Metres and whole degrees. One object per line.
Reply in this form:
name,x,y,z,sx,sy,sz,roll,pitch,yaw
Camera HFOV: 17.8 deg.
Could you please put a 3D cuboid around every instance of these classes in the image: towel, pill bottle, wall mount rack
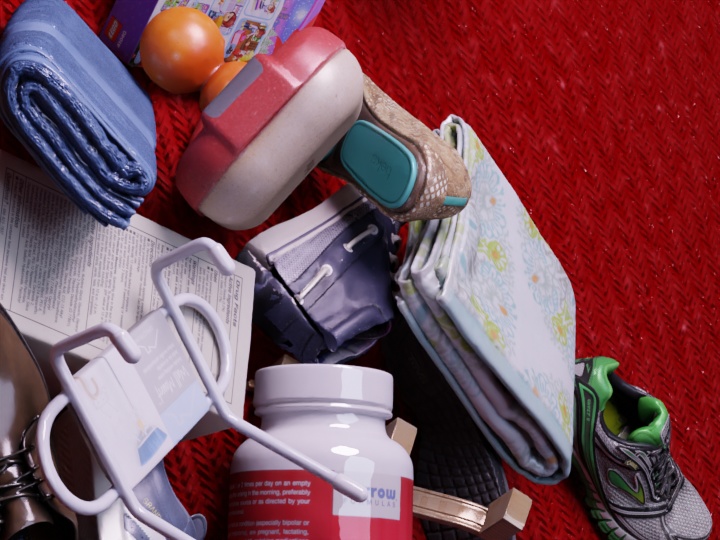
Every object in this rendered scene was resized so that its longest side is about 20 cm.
towel,-0.163,-0.093,1.297,0.112,0.048,0.200,49,8,-16
pill bottle,-0.024,0.161,1.369,0.112,0.112,0.202,12,76,-47
wall mount rack,-0.084,0.086,1.246,0.175,0.074,0.200,62,32,-11
towel,0.091,0.019,1.528,0.200,0.048,0.172,55,30,-34

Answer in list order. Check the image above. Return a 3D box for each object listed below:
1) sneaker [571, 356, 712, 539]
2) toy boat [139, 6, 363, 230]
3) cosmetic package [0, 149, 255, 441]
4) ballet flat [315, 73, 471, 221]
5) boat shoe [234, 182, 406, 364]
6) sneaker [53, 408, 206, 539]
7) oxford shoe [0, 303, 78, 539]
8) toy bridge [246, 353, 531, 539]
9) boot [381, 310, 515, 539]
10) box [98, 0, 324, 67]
sneaker,0.199,0.140,1.680,0.200,0.085,0.078,46,46,-29
toy boat,-0.078,-0.106,1.387,0.131,0.131,0.200,43,-2,0
cosmetic package,-0.157,0.019,1.318,0.199,0.073,0.104,28,56,-41
ballet flat,0.007,-0.085,1.486,0.065,0.071,0.200,13,24,-38
boat shoe,0.000,0.000,1.488,0.093,0.075,0.200,46,45,12
sneaker,-0.126,0.173,1.289,0.084,0.075,0.202,13,66,-36
oxford shoe,-0.183,0.100,1.203,0.072,0.084,0.202,-22,108,-18
toy bridge,0.011,0.120,1.477,0.199,0.067,0.027,31,52,-14
boot,0.092,0.108,1.584,0.131,0.069,0.202,-9,87,-56
box,-0.065,-0.213,1.439,0.136,0.201,0.039,7,28,-48
